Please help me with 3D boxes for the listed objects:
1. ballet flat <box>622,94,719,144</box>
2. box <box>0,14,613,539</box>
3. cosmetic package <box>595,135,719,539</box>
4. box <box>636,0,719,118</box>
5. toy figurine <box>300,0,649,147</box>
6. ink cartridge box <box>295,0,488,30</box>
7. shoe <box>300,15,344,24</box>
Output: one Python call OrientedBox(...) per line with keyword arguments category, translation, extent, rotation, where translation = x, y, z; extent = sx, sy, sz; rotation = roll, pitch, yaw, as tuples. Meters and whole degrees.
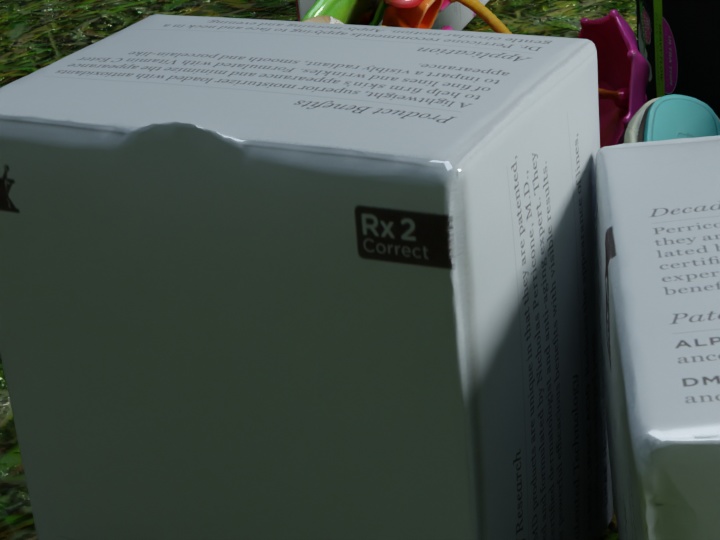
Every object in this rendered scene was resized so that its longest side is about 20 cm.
OrientedBox(category="ballet flat", translation=(0.132, 0.011, 0.732), extent=(0.069, 0.070, 0.202), rotation=(3, 52, 19))
OrientedBox(category="box", translation=(-0.020, 0.022, 0.603), extent=(0.197, 0.202, 0.131), rotation=(8, 27, 28))
OrientedBox(category="cosmetic package", translation=(0.161, 0.065, 0.506), extent=(0.163, 0.167, 0.200), rotation=(-4, 24, 7))
OrientedBox(category="box", translation=(0.237, -0.176, 0.949), extent=(0.123, 0.202, 0.149), rotation=(-9, 25, -8))
OrientedBox(category="toy figurine", translation=(0.073, -0.115, 0.929), extent=(0.183, 0.151, 0.200), rotation=(34, 56, 7))
OrientedBox(category="ink cartridge box", translation=(0.038, -0.234, 1.277), extent=(0.115, 0.068, 0.200), rotation=(4, 27, 21))
OrientedBox(category="shoe", translation=(-0.073, -0.050, 0.856), extent=(0.200, 0.054, 0.070), rotation=(-40, -18, 24))
